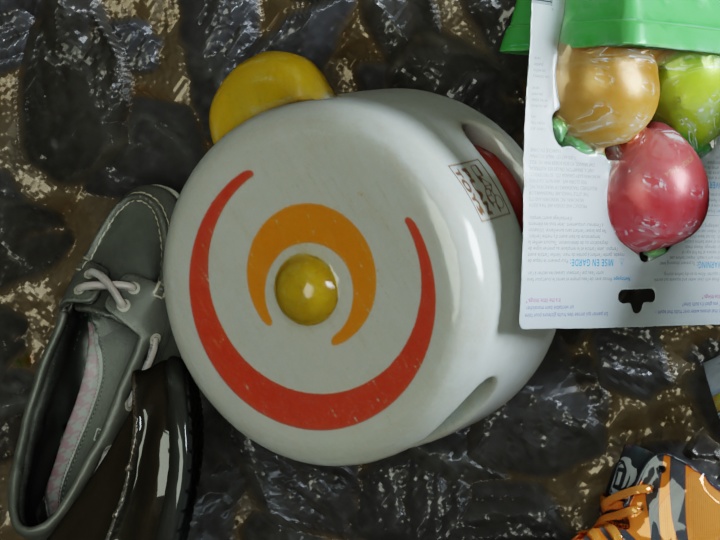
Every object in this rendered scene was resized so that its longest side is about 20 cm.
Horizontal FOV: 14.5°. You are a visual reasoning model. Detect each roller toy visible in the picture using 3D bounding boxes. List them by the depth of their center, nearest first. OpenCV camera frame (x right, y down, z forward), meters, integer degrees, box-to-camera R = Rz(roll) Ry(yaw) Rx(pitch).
[{"bbox_3d":[0.000,0.000,1.425,0.182,0.140,0.200,17,104,24],"label":"roller toy"}]

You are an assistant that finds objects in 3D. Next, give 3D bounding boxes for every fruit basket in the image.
[{"bbox_3d":[0.134,-0.072,1.427,0.094,0.185,0.200,9,97,41],"label":"fruit basket"}]

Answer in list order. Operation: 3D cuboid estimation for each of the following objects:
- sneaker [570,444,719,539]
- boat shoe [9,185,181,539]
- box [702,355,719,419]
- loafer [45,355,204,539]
[{"bbox_3d":[0.112,0.143,1.465,0.200,0.078,0.112,8,84,-14],"label":"sneaker"},{"bbox_3d":[-0.136,0.052,1.493,0.067,0.057,0.200,16,93,27],"label":"boat shoe"},{"bbox_3d":[0.239,0.042,1.386,0.136,0.200,0.038,-27,92,7],"label":"box"},{"bbox_3d":[-0.126,0.139,1.439,0.071,0.073,0.200,11,96,1],"label":"loafer"}]
